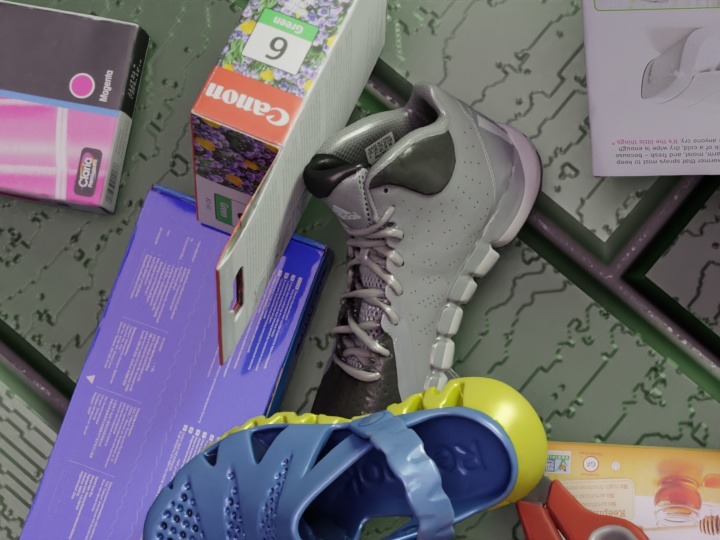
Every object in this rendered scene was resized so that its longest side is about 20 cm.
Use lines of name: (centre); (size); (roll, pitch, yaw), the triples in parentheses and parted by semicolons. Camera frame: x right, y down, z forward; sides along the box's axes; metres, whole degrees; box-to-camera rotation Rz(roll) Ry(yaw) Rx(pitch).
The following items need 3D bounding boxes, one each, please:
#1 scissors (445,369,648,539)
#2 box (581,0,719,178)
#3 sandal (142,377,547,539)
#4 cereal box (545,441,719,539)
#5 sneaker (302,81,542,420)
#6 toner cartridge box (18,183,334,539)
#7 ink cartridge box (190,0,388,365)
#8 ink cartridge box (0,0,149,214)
scissors: (0.087, 0.101, 1.261); (0.073, 0.014, 0.200); (-23, 49, 5)
box: (0.202, -0.139, 1.243); (0.199, 0.097, 0.177); (-2, 122, 9)
sandal: (-0.018, 0.104, 1.230); (0.200, 0.087, 0.080); (-22, 98, 24)
cereal box: (0.147, 0.185, 1.285); (0.144, 0.040, 0.201); (2, 84, 8)
sneaker: (0.000, 0.000, 1.279); (0.075, 0.115, 0.200); (15, 76, 46)
toner cartridge box: (-0.091, 0.068, 1.323); (0.095, 0.043, 0.200); (20, 86, 6)
ink cartridge box: (-0.044, -0.067, 1.269); (0.050, 0.109, 0.200); (22, 65, 9)
ink cartridge box: (-0.212, -0.092, 1.360); (0.200, 0.037, 0.095); (10, 85, 9)
